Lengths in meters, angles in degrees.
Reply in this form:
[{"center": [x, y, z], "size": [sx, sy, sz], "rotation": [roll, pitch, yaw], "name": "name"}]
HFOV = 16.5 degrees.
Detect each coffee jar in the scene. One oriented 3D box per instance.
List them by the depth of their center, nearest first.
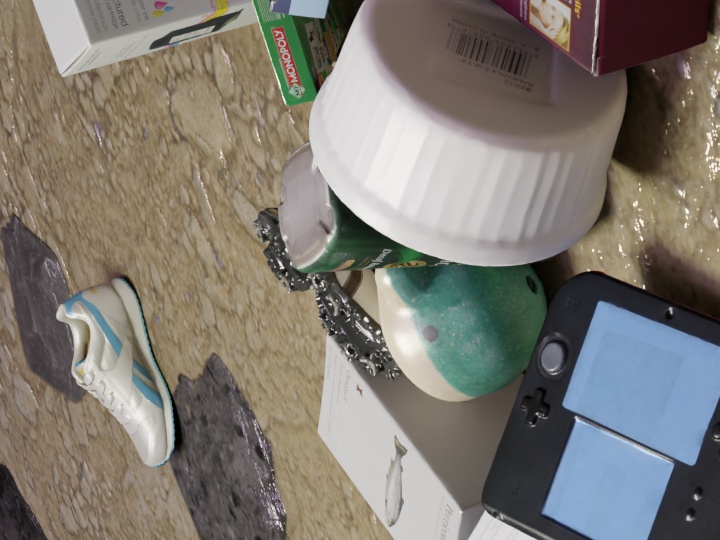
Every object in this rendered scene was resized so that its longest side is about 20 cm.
[{"center": [0.052, -0.046, 1.671], "size": [0.104, 0.199, 0.086], "rotation": [147, 118, -66], "name": "coffee jar"}]

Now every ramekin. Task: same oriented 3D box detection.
[{"center": [0.074, -0.108, 1.590], "size": [0.201, 0.200, 0.098], "rotation": [55, 143, 32], "name": "ramekin"}]

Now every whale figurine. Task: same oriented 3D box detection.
[{"center": [0.067, -0.010, 1.769], "size": [0.103, 0.159, 0.201], "rotation": [-19, 85, 28], "name": "whale figurine"}]

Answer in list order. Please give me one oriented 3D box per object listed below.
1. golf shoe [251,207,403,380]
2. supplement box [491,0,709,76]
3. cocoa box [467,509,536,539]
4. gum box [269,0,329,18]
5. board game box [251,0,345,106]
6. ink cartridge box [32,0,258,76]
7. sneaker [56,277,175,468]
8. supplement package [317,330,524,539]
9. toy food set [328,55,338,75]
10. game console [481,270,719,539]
[{"center": [0.000, 0.000, 1.850], "size": [0.200, 0.094, 0.078], "rotation": [50, 159, 43], "name": "golf shoe"}, {"center": [0.125, -0.216, 1.527], "size": [0.200, 0.085, 0.111], "rotation": [44, 143, 47], "name": "supplement box"}, {"center": [0.136, 0.251, 1.699], "size": [0.133, 0.131, 0.201], "rotation": [49, 119, 40], "name": "cocoa box"}, {"center": [-0.030, -0.308, 1.738], "size": [0.170, 0.044, 0.201], "rotation": [107, 168, -52], "name": "gum box"}, {"center": [-0.060, -0.240, 1.854], "size": [0.135, 0.029, 0.201], "rotation": [-72, -32, -63], "name": "board game box"}, {"center": [-0.163, -0.257, 1.981], "size": [0.083, 0.199, 0.146], "rotation": [-30, 80, 63], "name": "ink cartridge box"}, {"center": [-0.253, 0.113, 2.586], "size": [0.076, 0.080, 0.201], "rotation": [-21, 89, 64], "name": "sneaker"}, {"center": [0.066, 0.131, 1.867], "size": [0.200, 0.117, 0.117], "rotation": [51, 149, 37], "name": "supplement package"}, {"center": [-0.021, -0.073, 1.976], "size": [0.144, 0.060, 0.201], "rotation": [48, 148, 42], "name": "toy food set"}, {"center": [0.174, 0.105, 1.581], "size": [0.200, 0.031, 0.178], "rotation": [24, 91, 46], "name": "game console"}]
